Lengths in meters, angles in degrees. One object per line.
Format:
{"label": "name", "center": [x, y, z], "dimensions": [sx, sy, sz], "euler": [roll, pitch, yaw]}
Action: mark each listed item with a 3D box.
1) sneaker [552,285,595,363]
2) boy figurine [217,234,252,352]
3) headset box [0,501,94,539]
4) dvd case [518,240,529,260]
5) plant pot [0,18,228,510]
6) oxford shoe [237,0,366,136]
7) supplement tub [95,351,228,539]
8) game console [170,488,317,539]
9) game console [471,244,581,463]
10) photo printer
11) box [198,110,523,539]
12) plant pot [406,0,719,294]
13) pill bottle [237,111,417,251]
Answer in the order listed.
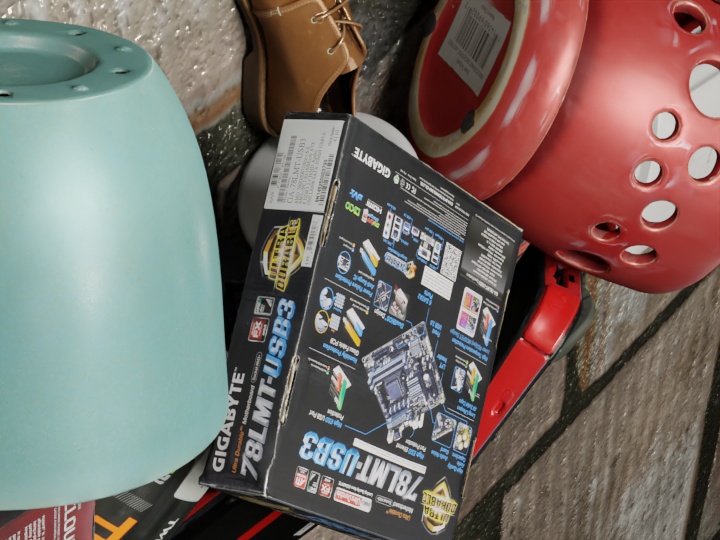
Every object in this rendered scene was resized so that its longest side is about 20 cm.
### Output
{"label": "sneaker", "center": [0.096, 0.083, 1.412], "dimensions": [0.199, 0.076, 0.114], "euler": [-40, 161, -15]}
{"label": "boy figurine", "center": [-0.106, 0.079, 1.095], "dimensions": [0.124, 0.064, 0.201], "euler": [-36, 142, -45]}
{"label": "headset box", "center": [-0.228, 0.116, 0.825], "dimensions": [0.200, 0.148, 0.078], "euler": [-32, 143, -42]}
{"label": "dvd case", "center": [0.120, -0.043, 1.347], "dimensions": [0.146, 0.022, 0.200], "euler": [-37, 164, -38]}
{"label": "plant pot", "center": [-0.153, -0.016, 0.786], "dimensions": [0.200, 0.200, 0.162], "euler": [-25, 127, -49]}
{"label": "oxford shoe", "center": [-0.026, -0.148, 1.003], "dimensions": [0.071, 0.071, 0.201], "euler": [-42, 146, -29]}
{"label": "supplement tub", "center": [-0.153, 0.111, 0.962], "dimensions": [0.200, 0.122, 0.122], "euler": [-52, 153, 3]}
{"label": "game console", "center": [-0.062, 0.135, 1.084], "dimensions": [0.200, 0.031, 0.177], "euler": [-38, 159, 21]}
{"label": "game console", "center": [0.089, 0.067, 1.209], "dimensions": [0.177, 0.031, 0.200], "euler": [-59, -178, 16]}
{"label": "photo printer", "center": [0.262, -0.113, 1.533], "dimensions": [0.200, 0.069, 0.167], "euler": [-32, 142, -43]}
{"label": "box", "center": [0.007, 0.041, 0.979], "dimensions": [0.200, 0.049, 0.200], "euler": [28, 73, -54]}
{"label": "plant pot", "center": [0.137, -0.103, 1.114], "dimensions": [0.182, 0.200, 0.201], "euler": [16, 106, -23]}
{"label": "pill bottle", "center": [0.000, 0.000, 1.143], "dimensions": [0.114, 0.114, 0.200], "euler": [-51, 152, -18]}
